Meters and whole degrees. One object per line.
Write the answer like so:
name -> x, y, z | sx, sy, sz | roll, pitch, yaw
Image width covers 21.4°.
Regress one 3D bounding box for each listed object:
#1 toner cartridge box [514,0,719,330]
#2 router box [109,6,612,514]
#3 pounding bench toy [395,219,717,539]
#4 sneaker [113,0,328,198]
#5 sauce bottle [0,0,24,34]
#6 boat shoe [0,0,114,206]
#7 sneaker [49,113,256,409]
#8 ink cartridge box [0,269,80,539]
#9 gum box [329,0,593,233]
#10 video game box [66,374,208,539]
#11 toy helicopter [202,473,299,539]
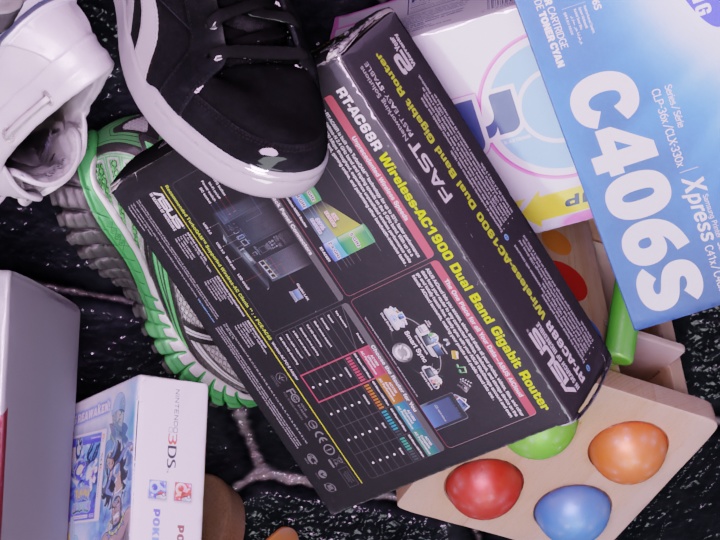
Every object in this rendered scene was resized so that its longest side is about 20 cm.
toner cartridge box -> 0.134, -0.077, 0.845 | 0.095, 0.043, 0.200 | -19, 115, 11
router box -> 0.000, 0.000, 0.882 | 0.150, 0.062, 0.200 | -25, 104, 36
pounding bench toy -> 0.113, 0.033, 0.989 | 0.124, 0.156, 0.200 | 17, 131, -21
sneaker -> -0.058, -0.134, 0.777 | 0.073, 0.200, 0.112 | -7, 142, -31
sauce bottle -> -0.206, -0.058, 0.818 | 0.066, 0.066, 0.200 | 21, 132, -24
boat shoe -> -0.162, -0.062, 0.888 | 0.065, 0.074, 0.200 | 48, 153, 4
sneaker -> -0.080, -0.001, 0.994 | 0.085, 0.078, 0.200 | -22, 133, 14
ink cartridge box -> -0.257, 0.077, 0.958 | 0.199, 0.146, 0.145 | 0, 172, 6
gum box -> 0.086, -0.084, 0.909 | 0.199, 0.066, 0.114 | -15, 114, 11
video game box -> -0.143, 0.162, 1.029 | 0.047, 0.183, 0.200 | 7, 165, -27
toy helicopter -> -0.113, 0.208, 1.114 | 0.132, 0.200, 0.079 | -11, 137, 31
